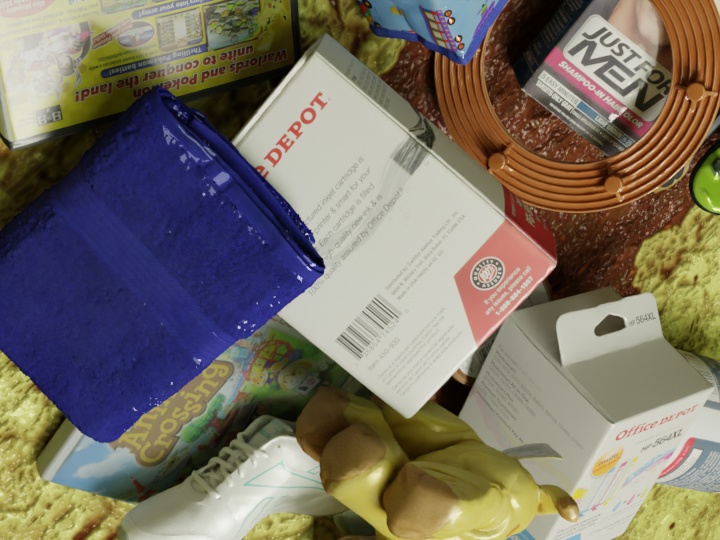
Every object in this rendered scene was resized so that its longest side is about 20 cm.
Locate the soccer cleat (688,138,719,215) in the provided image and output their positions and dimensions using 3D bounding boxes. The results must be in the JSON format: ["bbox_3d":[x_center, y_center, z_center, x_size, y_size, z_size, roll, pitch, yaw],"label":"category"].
[{"bbox_3d":[0.341,-0.098,1.111,0.199,0.081,0.068,-33,86,-21],"label":"soccer cleat"}]

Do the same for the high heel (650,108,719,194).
[{"bbox_3d":[0.231,-0.147,1.018,0.142,0.071,0.200,-43,139,-10],"label":"high heel"}]

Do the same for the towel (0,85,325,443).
[{"bbox_3d":[-0.135,0.000,0.814,0.200,0.050,0.148,-38,100,21],"label":"towel"}]

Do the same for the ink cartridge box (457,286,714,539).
[{"bbox_3d":[0.169,0.117,1.061,0.128,0.125,0.201,-13,138,-38],"label":"ink cartridge box"}]

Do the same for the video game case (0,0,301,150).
[{"bbox_3d":[-0.131,-0.181,0.790,0.199,0.025,0.182,-19,126,-24],"label":"video game case"}]

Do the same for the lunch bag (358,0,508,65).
[{"bbox_3d":[0.072,-0.258,0.839,0.200,0.094,0.151,-48,137,-17],"label":"lunch bag"}]

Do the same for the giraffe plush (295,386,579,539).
[{"bbox_3d":[0.037,0.189,0.925,0.199,0.173,0.163,13,106,-31],"label":"giraffe plush"}]

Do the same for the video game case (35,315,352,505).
[{"bbox_3d":[-0.103,0.091,0.957,0.181,0.022,0.201,25,109,-41],"label":"video game case"}]

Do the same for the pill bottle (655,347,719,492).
[{"bbox_3d":[0.301,0.137,1.204,0.199,0.120,0.120,16,107,-39],"label":"pill bottle"}]

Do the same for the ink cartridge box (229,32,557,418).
[{"bbox_3d":[0.004,-0.030,0.854,0.200,0.083,0.147,40,108,-9],"label":"ink cartridge box"}]

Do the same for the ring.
[{"bbox_3d":[0.147,-0.138,0.913,0.019,0.199,0.202,-45,157,-70],"label":"ring"}]

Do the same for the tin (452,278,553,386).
[{"bbox_3d":[0.088,0.008,1.042,0.112,0.042,0.201,-40,131,-13],"label":"tin"}]

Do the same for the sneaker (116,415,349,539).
[{"bbox_3d":[-0.082,0.146,0.956,0.199,0.070,0.081,-17,126,-30],"label":"sneaker"}]

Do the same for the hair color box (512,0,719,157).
[{"bbox_3d":[0.208,-0.184,0.940,0.100,0.061,0.200,34,109,-14],"label":"hair color box"}]

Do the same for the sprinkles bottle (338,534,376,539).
[{"bbox_3d":[0.058,0.250,1.124,0.199,0.068,0.069,7,113,-47],"label":"sprinkles bottle"}]

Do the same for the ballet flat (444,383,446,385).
[{"bbox_3d":[0.000,0.000,0.947,0.068,0.068,0.201,-27,106,18],"label":"ballet flat"}]

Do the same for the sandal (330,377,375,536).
[{"bbox_3d":[0.023,0.131,1.055,0.079,0.057,0.203,-11,121,-29],"label":"sandal"}]
